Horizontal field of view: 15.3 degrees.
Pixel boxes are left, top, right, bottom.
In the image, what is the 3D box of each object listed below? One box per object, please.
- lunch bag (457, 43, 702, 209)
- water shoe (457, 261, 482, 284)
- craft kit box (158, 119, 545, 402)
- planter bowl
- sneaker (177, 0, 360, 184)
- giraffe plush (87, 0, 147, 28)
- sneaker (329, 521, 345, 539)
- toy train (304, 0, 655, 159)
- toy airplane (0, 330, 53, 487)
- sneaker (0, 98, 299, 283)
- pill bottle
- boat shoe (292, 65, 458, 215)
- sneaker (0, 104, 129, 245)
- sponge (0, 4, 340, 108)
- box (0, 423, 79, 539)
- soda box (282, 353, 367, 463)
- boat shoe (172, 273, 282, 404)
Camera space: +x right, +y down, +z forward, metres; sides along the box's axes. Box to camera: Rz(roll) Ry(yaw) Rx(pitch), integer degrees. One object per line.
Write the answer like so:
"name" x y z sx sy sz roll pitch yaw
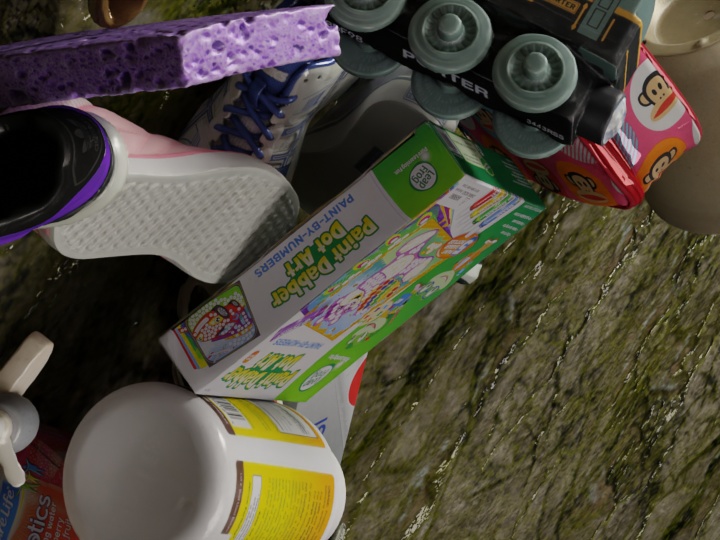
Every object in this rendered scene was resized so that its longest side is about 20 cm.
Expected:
"lunch bag" 0.098 -0.129 1.606 0.082 0.200 0.176 -45 117 -11
"water shoe" 0.046 -0.044 1.771 0.079 0.071 0.200 -68 162 -4
"craft kit box" 0.000 0.000 1.556 0.197 0.049 0.200 -36 167 12
"planter bowl" 0.264 -0.144 1.892 0.200 0.200 0.135 -44 125 -16
"sneaker" -0.058 -0.099 1.536 0.201 0.075 0.088 -58 168 -12
"giraffe plush" -0.112 -0.201 1.287 0.162 0.173 0.200 -45 -177 8
"sneaker" -0.069 0.202 1.907 0.200 0.077 0.089 11 100 -66
"toy train" 0.066 -0.143 1.467 0.114 0.199 0.085 -58 165 -18
"toy airplane" -0.250 0.143 1.464 0.199 0.141 0.201 -28 144 -40
"sneaker" -0.124 -0.051 1.460 0.200 0.105 0.076 6 116 -52
"pill bottle" -0.083 0.127 1.573 0.110 0.109 0.200 -56 156 8
"boat shoe" 0.015 -0.083 1.616 0.072 0.070 0.201 -55 -170 -27
"sneaker" -0.216 -0.030 1.313 0.199 0.070 0.100 -27 175 5
"sponge" -0.120 -0.104 1.333 0.111 0.199 0.030 -18 102 -48
"box" -0.164 0.168 1.674 0.100 0.095 0.200 -55 152 5
"soda box" -0.042 0.067 1.777 0.068 0.063 0.201 -28 144 -39
"boat shoe" -0.088 0.069 1.696 0.063 0.071 0.201 -45 149 -47
